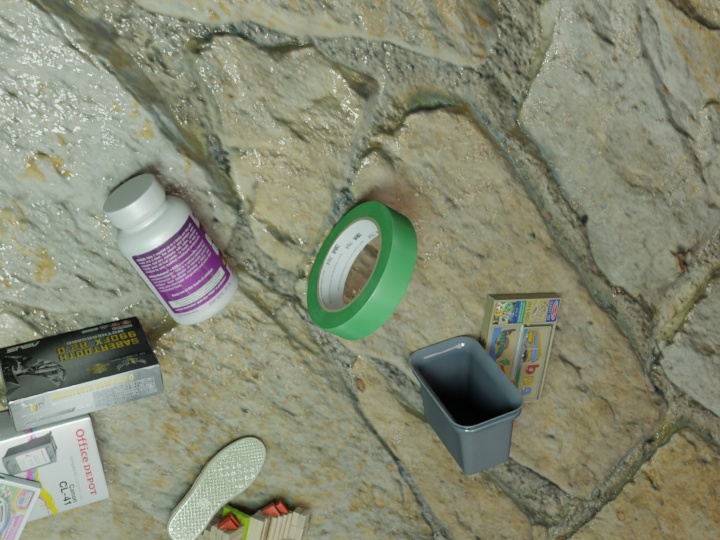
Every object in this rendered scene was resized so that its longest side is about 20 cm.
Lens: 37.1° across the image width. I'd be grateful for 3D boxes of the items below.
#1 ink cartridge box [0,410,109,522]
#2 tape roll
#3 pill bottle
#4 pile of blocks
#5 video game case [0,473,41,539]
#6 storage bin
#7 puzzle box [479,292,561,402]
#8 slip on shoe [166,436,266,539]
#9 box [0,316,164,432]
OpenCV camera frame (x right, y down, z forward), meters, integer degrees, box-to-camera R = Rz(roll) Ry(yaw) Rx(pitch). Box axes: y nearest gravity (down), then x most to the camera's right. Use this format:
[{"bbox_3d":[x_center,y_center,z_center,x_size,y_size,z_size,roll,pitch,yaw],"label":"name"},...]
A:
[{"bbox_3d":[-0.473,0.274,1.524,0.200,0.086,0.148,-14,116,-16],"label":"ink cartridge box"},{"bbox_3d":[0.000,0.000,1.549,0.048,0.200,0.201,27,99,-30],"label":"tape roll"},{"bbox_3d":[-0.262,-0.031,1.472,0.112,0.112,0.200,-36,121,-6],"label":"pill bottle"},{"bbox_3d":[-0.164,0.396,1.718,0.200,0.082,0.062,1,109,-40],"label":"pile of blocks"},{"bbox_3d":[-0.555,0.328,1.455,0.200,0.018,0.143,21,104,-27],"label":"video game case"},{"bbox_3d":[0.178,0.222,1.736,0.145,0.200,0.135,-18,128,-16],"label":"storage bin"},{"bbox_3d":[0.263,0.135,1.825,0.133,0.025,0.200,-2,112,-24],"label":"puzzle box"},{"bbox_3d":[-0.228,0.340,1.679,0.074,0.061,0.200,43,77,-8],"label":"slip on shoe"},{"bbox_3d":[-0.383,0.137,1.463,0.200,0.158,0.048,-13,116,-17],"label":"box"}]
